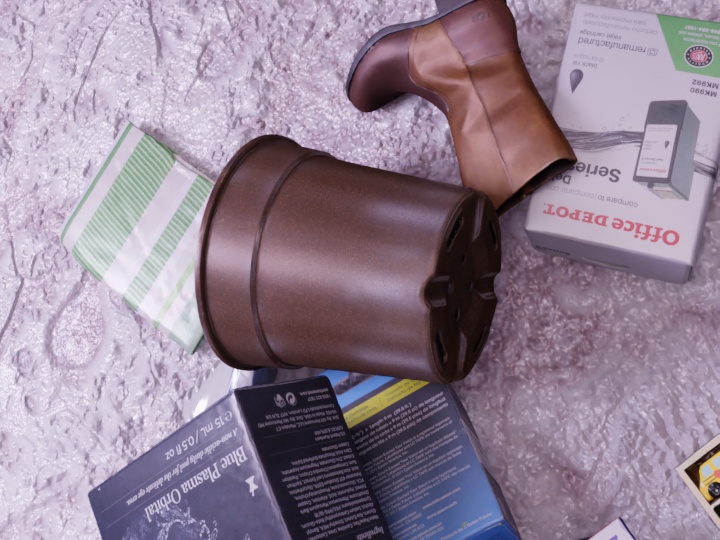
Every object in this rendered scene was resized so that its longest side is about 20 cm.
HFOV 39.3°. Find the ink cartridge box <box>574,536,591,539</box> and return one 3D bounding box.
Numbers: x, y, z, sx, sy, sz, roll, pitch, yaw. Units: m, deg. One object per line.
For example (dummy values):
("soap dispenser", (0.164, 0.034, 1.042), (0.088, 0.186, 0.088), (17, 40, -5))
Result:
("ink cartridge box", (0.134, 0.337, 0.822), (0.196, 0.043, 0.202), (-15, 75, 12))

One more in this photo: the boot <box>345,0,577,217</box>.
("boot", (0.081, -0.129, 0.883), (0.187, 0.068, 0.203), (-29, 70, 30))

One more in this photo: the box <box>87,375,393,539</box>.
("box", (-0.087, 0.218, 0.783), (0.196, 0.116, 0.203), (-35, 70, 31))

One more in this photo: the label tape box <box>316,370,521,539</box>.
("label tape box", (0.032, 0.166, 0.863), (0.143, 0.063, 0.202), (-30, 53, 10))

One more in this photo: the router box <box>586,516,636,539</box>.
("router box", (0.185, 0.323, 0.761), (0.179, 0.049, 0.201), (-38, 71, 6))

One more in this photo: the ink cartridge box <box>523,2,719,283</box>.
("ink cartridge box", (0.232, -0.106, 0.852), (0.143, 0.084, 0.204), (12, 84, 18))

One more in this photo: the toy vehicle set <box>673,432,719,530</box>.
("toy vehicle set", (0.366, 0.149, 0.798), (0.199, 0.026, 0.125), (-39, 73, 6))

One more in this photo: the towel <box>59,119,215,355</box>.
("towel", (-0.196, -0.037, 0.996), (0.198, 0.023, 0.154), (34, 91, 17))

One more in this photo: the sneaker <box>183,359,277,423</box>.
("sneaker", (-0.125, 0.116, 0.921), (0.069, 0.073, 0.204), (14, 85, 14))

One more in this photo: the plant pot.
("plant pot", (0.000, 0.000, 0.821), (0.195, 0.200, 0.204), (10, 83, 28))
